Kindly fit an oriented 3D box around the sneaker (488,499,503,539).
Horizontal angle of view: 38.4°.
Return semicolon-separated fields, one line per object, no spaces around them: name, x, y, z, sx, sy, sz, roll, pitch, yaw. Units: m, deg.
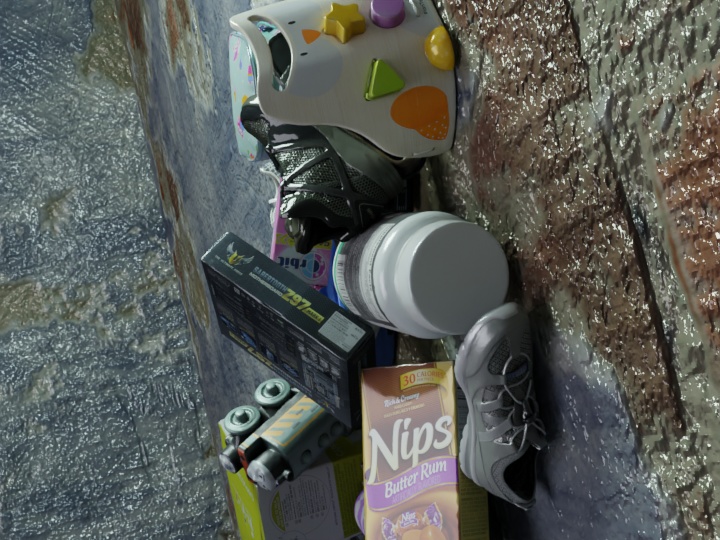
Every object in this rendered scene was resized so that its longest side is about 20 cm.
sneaker;0.090;0.199;1.036;0.201;0.075;0.117;-122;29;-49

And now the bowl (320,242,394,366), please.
bowl;-0.007;0.046;1.300;0.200;0.039;0.204;168;90;-73

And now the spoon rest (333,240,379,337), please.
spoon rest;0.000;0.000;1.171;0.099;0.060;0.203;1;82;50

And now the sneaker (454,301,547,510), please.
sneaker;0.133;0.116;0.880;0.082;0.074;0.202;37;144;44

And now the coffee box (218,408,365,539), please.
coffee box;-0.059;0.297;1.356;0.200;0.195;0.203;-143;42;-64

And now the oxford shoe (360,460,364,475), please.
oxford shoe;0.028;0.241;1.127;0.071;0.072;0.201;-43;30;31

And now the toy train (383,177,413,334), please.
toy train;0.038;-0.022;1.102;0.034;0.045;0.203;-105;12;-62

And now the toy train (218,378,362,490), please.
toy train;-0.076;0.181;1.241;0.113;0.200;0.086;21;136;38

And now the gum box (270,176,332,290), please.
gum box;-0.070;-0.039;1.209;0.200;0.065;0.115;155;120;-83

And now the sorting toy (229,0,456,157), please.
sorting toy;-0.022;-0.202;0.946;0.107;0.178;0.202;106;147;-57

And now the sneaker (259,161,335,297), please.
sneaker;-0.082;-0.055;1.406;0.076;0.079;0.203;179;78;-71

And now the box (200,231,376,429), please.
box;-0.073;0.065;1.097;0.199;0.051;0.159;34;153;21

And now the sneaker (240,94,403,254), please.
sneaker;-0.064;-0.094;1.005;0.199;0.115;0.076;35;169;25

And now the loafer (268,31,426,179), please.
loafer;-0.015;-0.169;1.008;0.200;0.072;0.063;41;-174;6

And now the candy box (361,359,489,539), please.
candy box;0.061;0.191;0.994;0.116;0.056;0.203;-10;76;39

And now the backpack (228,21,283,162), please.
backpack;-0.063;-0.194;1.145;0.199;0.151;0.178;27;122;59

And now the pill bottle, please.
pill bottle;0.053;0.003;0.956;0.200;0.112;0.115;-171;70;-71

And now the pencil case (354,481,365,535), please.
pencil case;0.061;0.308;1.183;0.085;0.085;0.200;67;168;-22
